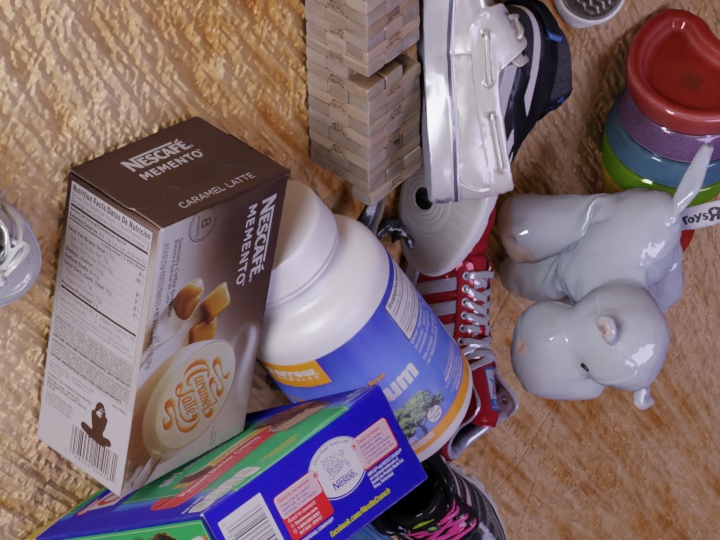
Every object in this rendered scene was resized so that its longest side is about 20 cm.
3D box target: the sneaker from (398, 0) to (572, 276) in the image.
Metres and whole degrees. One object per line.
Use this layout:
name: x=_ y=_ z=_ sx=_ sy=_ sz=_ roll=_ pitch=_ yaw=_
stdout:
sneaker: x=0.098 y=-0.093 z=1.801 sx=0.112 sy=0.073 sz=0.201 roll=-16 pitch=130 yaw=-49

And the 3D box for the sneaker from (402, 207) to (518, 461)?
sneaker: x=0.077 y=0.041 z=1.857 sx=0.071 sy=0.112 sz=0.201 roll=-1 pitch=119 yaw=-58

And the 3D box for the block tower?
block tower: x=0.002 y=-0.137 z=1.627 sx=0.054 sy=0.058 sz=0.201 roll=-39 pitch=144 yaw=-32

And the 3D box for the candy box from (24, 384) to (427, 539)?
candy box: x=-0.086 y=0.152 z=1.625 sx=0.169 sy=0.200 sz=0.077 roll=-34 pitch=101 yaw=-39

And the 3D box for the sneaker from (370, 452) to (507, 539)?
sneaker: x=0.042 y=0.164 z=1.806 sx=0.074 sy=0.088 sz=0.200 roll=-31 pitch=120 yaw=10

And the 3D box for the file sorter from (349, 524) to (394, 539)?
file sorter: x=-0.029 y=0.236 z=1.759 sx=0.139 sy=0.123 sz=0.200 roll=-50 pitch=-171 yaw=1

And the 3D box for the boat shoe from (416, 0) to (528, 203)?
boat shoe: x=0.073 y=-0.144 z=1.649 sx=0.071 sy=0.069 sz=0.201 roll=-113 pitch=-161 yaw=-80

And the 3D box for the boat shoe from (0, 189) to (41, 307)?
boat shoe: x=-0.213 y=-0.013 z=1.372 sx=0.075 sy=0.086 sz=0.202 roll=-55 pitch=151 yaw=-5

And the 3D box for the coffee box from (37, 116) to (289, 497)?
coffee box: x=-0.121 y=0.022 z=1.558 sx=0.114 sy=0.080 sz=0.201 roll=-27 pitch=139 yaw=-44

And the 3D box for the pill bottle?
pill bottle: x=-0.016 y=0.035 z=1.674 sx=0.112 sy=0.112 sz=0.200 roll=-51 pitch=132 yaw=-14

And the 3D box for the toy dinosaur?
toy dinosaur: x=0.000 y=0.000 z=1.770 sx=0.088 sy=0.047 sz=0.201 roll=0 pitch=114 yaw=-50

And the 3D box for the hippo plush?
hippo plush: x=0.192 y=0.032 z=1.906 sx=0.159 sy=0.199 sz=0.161 roll=51 pitch=35 yaw=-47

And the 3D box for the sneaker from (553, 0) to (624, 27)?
sneaker: x=0.182 y=-0.264 z=1.797 sx=0.201 sy=0.073 sz=0.085 roll=-63 pitch=-178 yaw=-3

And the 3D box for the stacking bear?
stacking bear: x=0.238 y=-0.082 z=2.007 sx=0.114 sy=0.121 sz=0.200 roll=-37 pitch=153 yaw=-37
